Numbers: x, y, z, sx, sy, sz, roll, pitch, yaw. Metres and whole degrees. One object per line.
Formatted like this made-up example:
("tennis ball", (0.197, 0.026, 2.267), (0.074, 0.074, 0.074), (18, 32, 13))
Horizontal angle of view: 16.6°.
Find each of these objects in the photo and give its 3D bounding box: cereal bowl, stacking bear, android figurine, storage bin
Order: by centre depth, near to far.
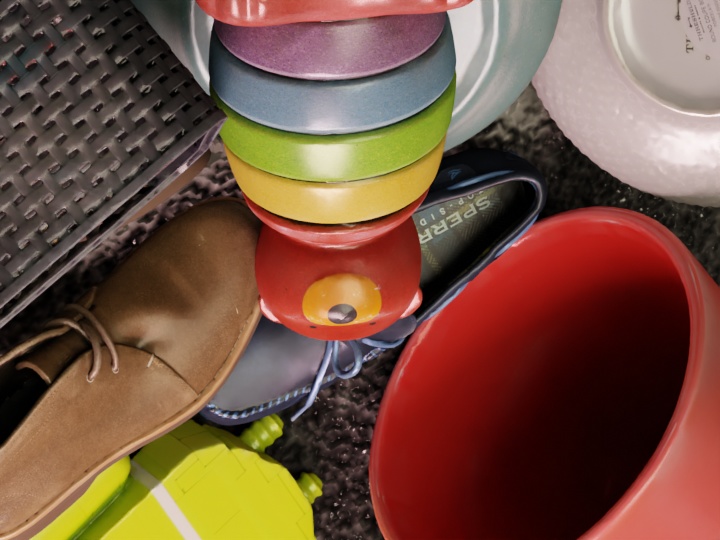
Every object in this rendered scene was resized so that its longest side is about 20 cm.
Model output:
("storage bin", (-0.161, -0.027, 0.999), (0.200, 0.135, 0.094), (-42, 92, -9))
("stacking bear", (-0.011, -0.058, 1.051), (0.120, 0.114, 0.201), (-5, 125, -6))
("cereal bowl", (0.162, -0.124, 1.133), (0.198, 0.083, 0.202), (4, 104, 15))
("android figurine", (-0.099, 0.154, 1.189), (0.200, 0.041, 0.182), (-45, 128, -15))

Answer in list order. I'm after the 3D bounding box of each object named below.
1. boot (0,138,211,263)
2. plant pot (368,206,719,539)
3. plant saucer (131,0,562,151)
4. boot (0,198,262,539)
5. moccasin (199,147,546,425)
("boot", (-0.164, -0.044, 1.094), (0.198, 0.074, 0.076), (-17, 108, -12))
("plant pot", (0.133, 0.096, 1.205), (0.177, 0.200, 0.201), (35, 94, -38))
("plant saucer", (-0.007, -0.119, 1.101), (0.198, 0.036, 0.201), (0, 125, 0))
("boot", (-0.114, 0.040, 1.100), (0.200, 0.074, 0.076), (-46, 161, -11))
("moccasin", (0.000, 0.000, 1.167), (0.200, 0.068, 0.081), (-39, 102, -9))
